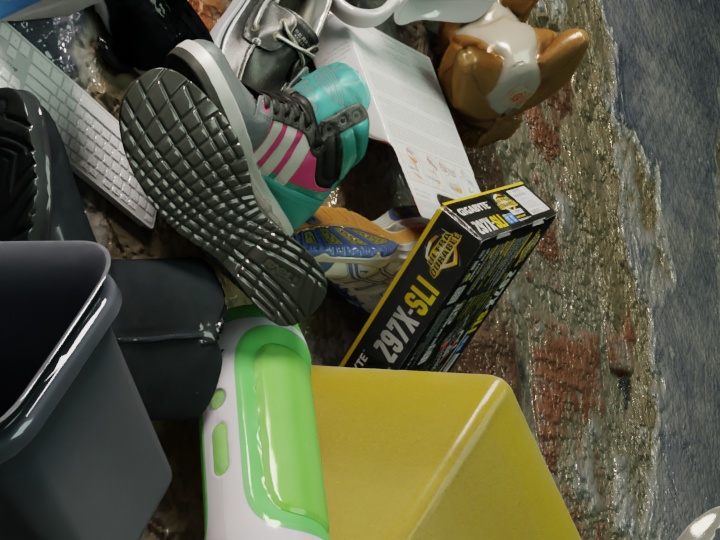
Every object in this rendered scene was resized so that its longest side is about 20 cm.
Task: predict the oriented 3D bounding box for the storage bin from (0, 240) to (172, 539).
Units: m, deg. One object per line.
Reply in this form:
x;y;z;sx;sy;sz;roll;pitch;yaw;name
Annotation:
-0.191;0.084;0.563;0.146;0.197;0.135;-64;143;-44;storage bin

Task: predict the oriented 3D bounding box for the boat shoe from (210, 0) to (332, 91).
-0.067;-0.182;0.942;0.072;0.070;0.202;46;48;-44;boat shoe

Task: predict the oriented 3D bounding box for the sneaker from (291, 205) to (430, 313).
0.000;0.000;1.001;0.198;0.075;0.089;-1;123;-40;sneaker

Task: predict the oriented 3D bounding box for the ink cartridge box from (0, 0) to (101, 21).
-0.190;-0.263;0.721;0.066;0.115;0.203;-24;99;-56;ink cartridge box

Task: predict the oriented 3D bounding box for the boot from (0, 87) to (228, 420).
-0.158;-0.002;0.738;0.167;0.076;0.203;-3;90;-56;boot

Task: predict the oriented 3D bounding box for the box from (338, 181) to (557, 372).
0.066;0.028;1.006;0.049;0.201;0.159;39;27;16;box

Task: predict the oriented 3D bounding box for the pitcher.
0.017;-0.308;1.063;0.170;0.121;0.202;-18;75;-30;pitcher

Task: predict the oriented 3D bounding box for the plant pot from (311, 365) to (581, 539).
0.021;0.206;0.882;0.177;0.198;0.202;-49;124;-37;plant pot

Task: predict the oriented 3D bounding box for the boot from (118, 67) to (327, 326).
-0.108;-0.052;0.813;0.068;0.130;0.201;-39;119;-9;boot

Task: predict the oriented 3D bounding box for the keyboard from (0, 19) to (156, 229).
-0.192;-0.100;0.775;0.200;0.011;0.057;44;46;-45;keyboard

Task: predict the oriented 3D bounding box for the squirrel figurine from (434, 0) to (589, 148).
0.113;-0.235;1.217;0.201;0.140;0.188;99;-30;-60;squirrel figurine

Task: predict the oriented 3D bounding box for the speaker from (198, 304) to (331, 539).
-0.066;0.122;0.800;0.088;0.088;0.202;45;26;-44;speaker

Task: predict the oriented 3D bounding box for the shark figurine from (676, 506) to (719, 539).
0.147;0.223;0.813;0.126;0.216;0.090;14;46;-11;shark figurine

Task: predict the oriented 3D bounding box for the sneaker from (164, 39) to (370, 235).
-0.053;-0.114;0.858;0.121;0.083;0.201;-43;148;-12;sneaker

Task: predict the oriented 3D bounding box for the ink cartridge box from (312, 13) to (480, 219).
0.039;-0.116;1.073;0.162;0.057;0.203;12;58;-58;ink cartridge box

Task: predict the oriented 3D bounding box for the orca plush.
-0.142;-0.207;0.828;0.105;0.070;0.202;-49;122;-52;orca plush
